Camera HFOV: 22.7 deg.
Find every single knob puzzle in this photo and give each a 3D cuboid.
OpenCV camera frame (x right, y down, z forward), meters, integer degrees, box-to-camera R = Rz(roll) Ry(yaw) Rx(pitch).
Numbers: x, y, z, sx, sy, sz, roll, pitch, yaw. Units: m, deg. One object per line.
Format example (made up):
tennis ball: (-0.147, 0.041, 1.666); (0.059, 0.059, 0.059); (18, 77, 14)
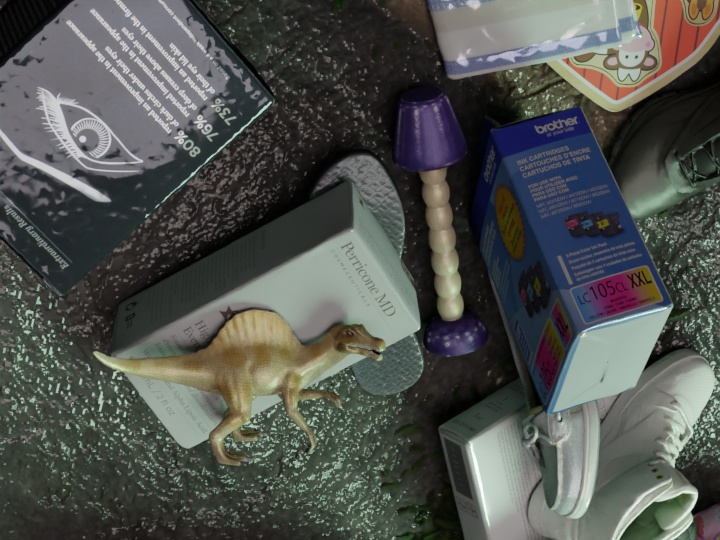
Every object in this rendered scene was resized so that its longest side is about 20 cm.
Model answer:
knob puzzle: (0.201, -0.211, 1.304); (0.217, 0.030, 0.222); (-7, 114, -15)

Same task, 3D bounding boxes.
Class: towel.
towel: (0.110, -0.238, 1.253); (0.145, 0.024, 0.202); (-12, 114, 6)

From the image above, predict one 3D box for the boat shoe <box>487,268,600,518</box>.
boat shoe: (0.137, 0.086, 1.349); (0.064, 0.074, 0.204); (-4, 81, -9)

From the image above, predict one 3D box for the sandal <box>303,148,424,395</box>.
sandal: (-0.001, 0.000, 1.327); (0.075, 0.043, 0.202); (-10, 120, -3)

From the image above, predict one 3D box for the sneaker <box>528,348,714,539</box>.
sneaker: (0.236, 0.150, 1.396); (0.200, 0.115, 0.074); (-45, 123, -18)

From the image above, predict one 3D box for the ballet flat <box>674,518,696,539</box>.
ballet flat: (0.197, 0.237, 1.421); (0.199, 0.066, 0.057); (-15, 98, -33)

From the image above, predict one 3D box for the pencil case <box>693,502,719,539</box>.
pencil case: (0.330, 0.290, 1.525); (0.087, 0.087, 0.202); (-16, 114, -11)

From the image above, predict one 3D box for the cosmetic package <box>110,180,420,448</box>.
cosmetic package: (-0.067, 0.033, 1.273); (0.199, 0.074, 0.102); (-28, 119, 14)

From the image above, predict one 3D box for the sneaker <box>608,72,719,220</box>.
sneaker: (0.271, -0.104, 1.338); (0.199, 0.091, 0.076); (-39, 120, 2)

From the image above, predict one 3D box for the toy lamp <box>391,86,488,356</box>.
toy lamp: (0.059, -0.036, 1.317); (0.058, 0.058, 0.202); (-16, 115, -11)

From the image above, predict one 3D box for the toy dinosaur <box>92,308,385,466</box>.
toy dinosaur: (-0.083, 0.077, 1.236); (0.198, 0.058, 0.102); (-5, 106, -9)

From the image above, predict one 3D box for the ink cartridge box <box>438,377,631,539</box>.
ink cartridge box: (0.159, 0.175, 1.447); (0.173, 0.043, 0.202); (-28, 119, -27)

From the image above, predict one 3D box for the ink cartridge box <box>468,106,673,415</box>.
ink cartridge box: (0.139, -0.020, 1.276); (0.076, 0.201, 0.137); (-13, 153, -12)

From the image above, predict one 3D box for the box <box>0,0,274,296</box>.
box: (-0.181, -0.111, 1.182); (0.200, 0.104, 0.148); (-40, 118, 2)
